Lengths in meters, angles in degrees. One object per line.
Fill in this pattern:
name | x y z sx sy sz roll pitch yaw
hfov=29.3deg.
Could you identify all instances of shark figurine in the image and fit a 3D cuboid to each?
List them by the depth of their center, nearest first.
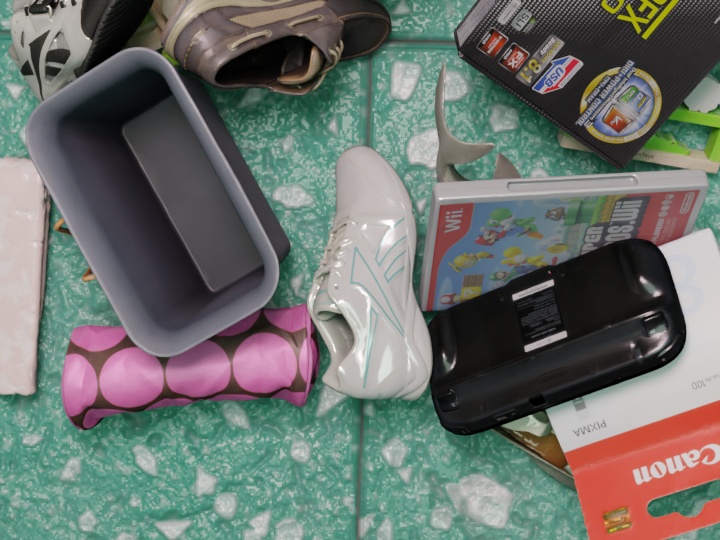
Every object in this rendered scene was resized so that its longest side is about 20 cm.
shark figurine | 0.105 -0.067 1.050 0.213 0.090 0.128 26 137 -34

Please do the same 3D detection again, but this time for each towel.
towel | -0.348 0.001 1.100 0.198 0.032 0.193 4 95 2

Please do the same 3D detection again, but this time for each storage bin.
storage bin | -0.141 -0.050 1.019 0.145 0.134 0.201 -29 91 13

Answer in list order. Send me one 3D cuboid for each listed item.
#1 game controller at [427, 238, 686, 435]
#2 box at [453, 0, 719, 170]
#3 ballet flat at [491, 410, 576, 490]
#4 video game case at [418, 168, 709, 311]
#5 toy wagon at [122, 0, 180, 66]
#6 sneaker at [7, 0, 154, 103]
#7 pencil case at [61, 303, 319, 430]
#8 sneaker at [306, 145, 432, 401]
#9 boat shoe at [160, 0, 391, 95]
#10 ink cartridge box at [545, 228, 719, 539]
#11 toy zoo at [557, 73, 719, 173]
game controller | 0.138 0.048 1.013 0.199 0.042 0.105 -22 50 20
box | 0.187 -0.193 0.974 0.160 0.044 0.200 32 115 -18
ballet flat | 0.153 0.129 1.076 0.199 0.064 0.068 30 97 -1
video game case | 0.147 -0.020 1.027 0.198 0.144 0.018 -3 55 -5
toy wagon | -0.178 -0.219 1.013 0.199 0.040 0.156 -14 120 42
sneaker | -0.210 -0.180 0.983 0.089 0.200 0.074 45 54 -5
pencil case | -0.129 0.076 1.073 0.198 0.094 0.091 -5 49 2
sneaker | 0.000 0.000 1.043 0.080 0.070 0.202 -2 75 -27
boat shoe | -0.052 -0.162 1.015 0.074 0.199 0.075 56 138 24
ink cartridge box | 0.211 0.088 0.999 0.159 0.047 0.202 -22 59 18
toy zoo | 0.235 -0.175 1.024 0.130 0.021 0.202 8 120 -7
